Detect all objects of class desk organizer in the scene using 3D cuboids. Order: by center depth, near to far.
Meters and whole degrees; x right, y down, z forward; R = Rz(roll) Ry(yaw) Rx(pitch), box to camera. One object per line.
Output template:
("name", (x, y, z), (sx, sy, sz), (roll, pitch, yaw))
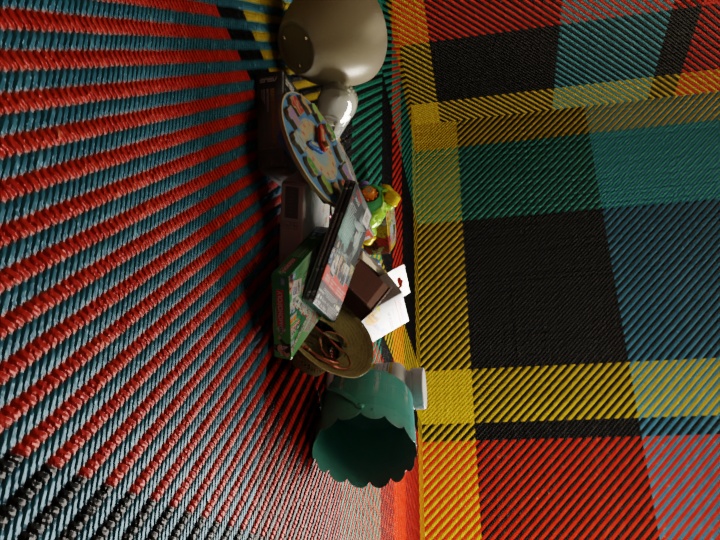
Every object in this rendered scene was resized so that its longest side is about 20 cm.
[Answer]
("desk organizer", (-0.032, 0.069, 1.262), (0.072, 0.077, 0.200), (-48, -178, -39))

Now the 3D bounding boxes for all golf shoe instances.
("golf shoe", (-0.059, -0.266, 1.260), (0.200, 0.078, 0.098), (123, -20, -59))

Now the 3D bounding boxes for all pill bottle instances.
("pill bottle", (0.035, 0.249, 1.392), (0.112, 0.199, 0.113), (-4, 90, -80))

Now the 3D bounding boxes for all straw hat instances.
("straw hat", (-0.077, 0.128, 1.125), (0.085, 0.201, 0.201), (-54, -170, 27))

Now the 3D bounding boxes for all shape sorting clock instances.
("shape sorting clock", (-0.066, -0.192, 1.061), (0.200, 0.039, 0.200), (46, 28, -34))

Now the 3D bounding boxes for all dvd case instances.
("dvd case", (-0.032, -0.026, 1.066), (0.146, 0.022, 0.201), (54, 54, -70))

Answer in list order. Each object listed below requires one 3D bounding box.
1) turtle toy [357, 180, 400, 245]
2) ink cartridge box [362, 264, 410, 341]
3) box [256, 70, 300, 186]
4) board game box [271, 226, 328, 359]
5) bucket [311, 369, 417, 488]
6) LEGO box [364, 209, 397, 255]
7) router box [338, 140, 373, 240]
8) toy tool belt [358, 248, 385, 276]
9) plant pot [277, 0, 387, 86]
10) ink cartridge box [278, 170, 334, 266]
("turtle toy", (0.009, -0.158, 1.624), (0.146, 0.101, 0.200), (-57, -161, 11))
("ink cartridge box", (0.034, 0.085, 1.445), (0.068, 0.199, 0.115), (52, -12, 37))
("box", (-0.122, -0.224, 1.138), (0.200, 0.048, 0.159), (34, 52, -77))
("board game box", (-0.086, 0.029, 1.034), (0.200, 0.029, 0.135), (-56, 151, -62))
("bucket", (0.010, 0.295, 1.262), (0.135, 0.206, 0.208), (-84, 165, -54))
("LEGO box", (0.057, -0.140, 2.015), (0.200, 0.077, 0.150), (-56, 141, -74))
("router box", (-0.035, -0.179, 1.465), (0.180, 0.049, 0.201), (50, 22, -72))
("toy tool belt", (0.000, 0.000, 1.498), (0.200, 0.124, 0.123), (39, 38, -49))
("plant pot", (-0.070, -0.417, 1.204), (0.134, 0.200, 0.201), (-35, 128, -38))
("ink cartridge box", (-0.087, -0.073, 1.127), (0.174, 0.043, 0.201), (-56, 154, -65))
